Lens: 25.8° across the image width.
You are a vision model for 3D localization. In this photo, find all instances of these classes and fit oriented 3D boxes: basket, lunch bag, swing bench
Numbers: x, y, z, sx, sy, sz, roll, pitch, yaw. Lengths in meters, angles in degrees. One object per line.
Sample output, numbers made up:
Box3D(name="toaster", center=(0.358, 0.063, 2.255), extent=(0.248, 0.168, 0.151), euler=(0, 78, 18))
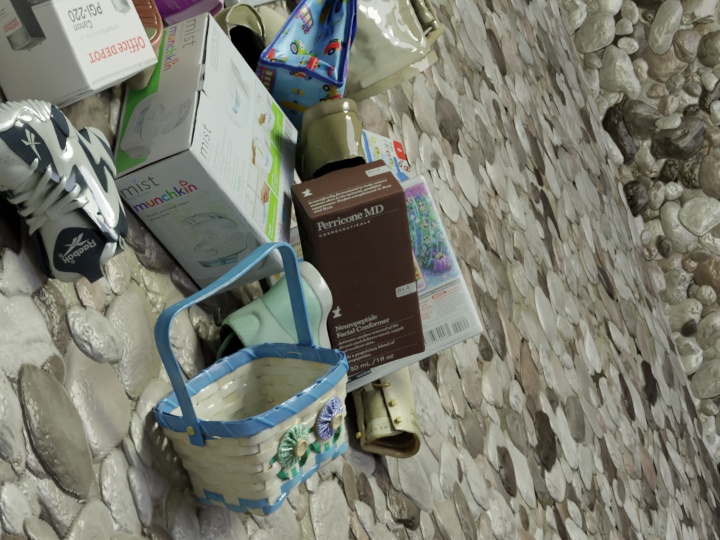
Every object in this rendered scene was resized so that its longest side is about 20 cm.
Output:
Box3D(name="basket", center=(-0.093, 0.094, 1.362), extent=(0.176, 0.139, 0.201), euler=(-36, 116, -44))
Box3D(name="lunch bag", center=(-0.052, -0.231, 1.696), extent=(0.151, 0.094, 0.201), euler=(107, -1, -52))
Box3D(name="swing bench", center=(0.012, -0.351, 2.026), extent=(0.200, 0.129, 0.200), euler=(-76, 144, -65))

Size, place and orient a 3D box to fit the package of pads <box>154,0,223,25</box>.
Box3D(name="package of pads", center=(-0.187, -0.358, 1.645), extent=(0.121, 0.075, 0.201), euler=(52, 28, -36))

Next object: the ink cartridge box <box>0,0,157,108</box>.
Box3D(name="ink cartridge box", center=(-0.270, -0.242, 1.335), extent=(0.201, 0.084, 0.146), euler=(69, 21, -10))

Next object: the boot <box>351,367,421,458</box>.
Box3D(name="boot", center=(0.006, 0.110, 1.720), extent=(0.200, 0.072, 0.156), euler=(48, 29, -53))

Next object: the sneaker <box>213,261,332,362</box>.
Box3D(name="sneaker", center=(-0.092, 0.071, 1.535), extent=(0.074, 0.118, 0.201), euler=(51, -18, 20))

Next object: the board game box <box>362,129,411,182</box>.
Box3D(name="board game box", center=(0.017, -0.069, 1.919), extent=(0.200, 0.056, 0.197), euler=(7, 65, -67))

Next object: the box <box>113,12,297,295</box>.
Box3D(name="box", center=(-0.144, -0.112, 1.510), extent=(0.177, 0.096, 0.201), euler=(51, 28, -40))

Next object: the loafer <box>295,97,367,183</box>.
Box3D(name="loafer", center=(-0.029, -0.104, 1.612), extent=(0.200, 0.076, 0.068), euler=(83, -4, -68))

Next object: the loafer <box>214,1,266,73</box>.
Box3D(name="loafer", center=(-0.130, -0.235, 1.687), extent=(0.076, 0.068, 0.200), euler=(60, 23, -24))

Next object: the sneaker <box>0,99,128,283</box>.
Box3D(name="sneaker", center=(-0.243, -0.053, 1.239), extent=(0.130, 0.079, 0.199), euler=(66, 10, 13))

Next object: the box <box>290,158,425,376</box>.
Box3D(name="box", center=(0.000, 0.000, 1.566), extent=(0.075, 0.100, 0.201), euler=(-124, -161, -55))

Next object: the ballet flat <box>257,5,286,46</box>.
Box3D(name="ballet flat", center=(-0.075, -0.227, 1.820), extent=(0.069, 0.069, 0.201), euler=(31, 44, -59))

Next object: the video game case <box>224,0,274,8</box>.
Box3D(name="video game case", center=(-0.147, -0.401, 1.855), extent=(0.183, 0.022, 0.200), euler=(68, 22, -8))

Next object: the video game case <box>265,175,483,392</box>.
Box3D(name="video game case", center=(0.010, 0.019, 1.664), extent=(0.024, 0.199, 0.183), euler=(179, -111, -77))

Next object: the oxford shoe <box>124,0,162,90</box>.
Box3D(name="oxford shoe", center=(-0.232, -0.258, 1.493), extent=(0.074, 0.070, 0.201), euler=(102, -20, -51))
